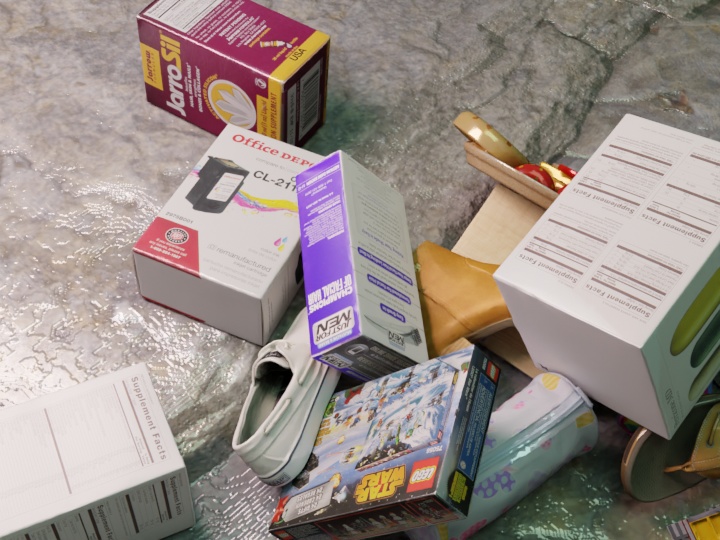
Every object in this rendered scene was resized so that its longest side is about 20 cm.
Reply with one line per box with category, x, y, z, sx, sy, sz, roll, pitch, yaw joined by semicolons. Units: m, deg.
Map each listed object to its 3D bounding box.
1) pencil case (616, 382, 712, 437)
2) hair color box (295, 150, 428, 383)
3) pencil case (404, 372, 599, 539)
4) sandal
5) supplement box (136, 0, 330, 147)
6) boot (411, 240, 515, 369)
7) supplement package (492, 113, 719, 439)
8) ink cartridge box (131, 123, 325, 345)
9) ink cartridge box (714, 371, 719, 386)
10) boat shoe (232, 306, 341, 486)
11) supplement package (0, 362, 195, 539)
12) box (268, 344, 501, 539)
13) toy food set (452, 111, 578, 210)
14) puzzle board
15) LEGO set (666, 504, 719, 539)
pencil case;0.300;0.079;0.946;0.088;0.089;0.200;16;50;8
hair color box;0.000;0.000;0.923;0.065;0.109;0.201;-27;53;27
pencil case;0.115;0.167;0.852;0.199;0.091;0.083;-28;59;-25
sandal;0.321;0.147;0.837;0.199;0.082;0.055;-17;15;4
supplement box;-0.144;-0.231;1.122;0.199;0.131;0.103;27;54;17
boot;0.119;0.008;0.956;0.144;0.071;0.201;41;88;27
supplement package;0.248;0.003;0.843;0.150;0.152;0.200;28;70;40
ink cartridge box;-0.119;-0.043;1.003;0.145;0.083;0.200;20;53;12
ink cartridge box;0.464;0.088;0.950;0.199;0.085;0.146;-23;57;-20
boat shoe;-0.068;0.097;0.889;0.072;0.066;0.201;-17;38;37
supplement package;-0.249;0.177;0.798;0.199;0.110;0.114;-18;55;-18
box;0.018;0.150;0.803;0.040;0.200;0.137;41;48;-24
toy food set;0.195;-0.094;1.030;0.200;0.198;0.049;36;101;35
puzzle board;0.178;0.022;0.978;0.200;0.017;0.151;34;86;24
LEGO set;0.357;0.242;0.820;0.199;0.116;0.154;-19;74;-35
